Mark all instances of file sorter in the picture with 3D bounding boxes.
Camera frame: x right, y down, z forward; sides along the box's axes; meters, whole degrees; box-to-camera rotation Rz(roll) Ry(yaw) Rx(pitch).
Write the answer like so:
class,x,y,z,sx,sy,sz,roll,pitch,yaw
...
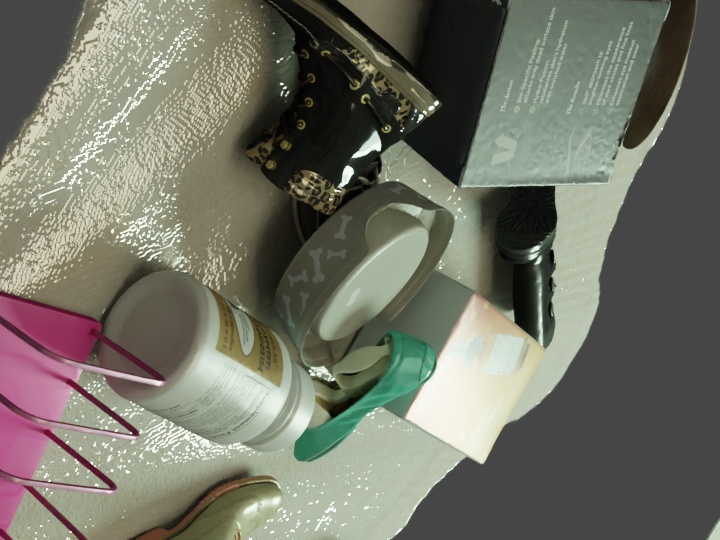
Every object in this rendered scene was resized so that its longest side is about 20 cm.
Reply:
class,x,y,z,sx,sy,sz,roll,pitch,yaw
file sorter,-0.260,0.137,0.952,0.139,0.125,0.202,22,94,-53

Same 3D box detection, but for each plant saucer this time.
class,x,y,z,sx,sy,sz,roll,pitch,yaw
plant saucer,0.317,-0.238,1.396,0.034,0.200,0.202,16,103,-8

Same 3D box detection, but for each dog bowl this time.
class,x,y,z,sx,sy,sz,roll,pitch,yaw
dog bowl,0.000,0.000,1.179,0.200,0.059,0.201,-40,160,-18

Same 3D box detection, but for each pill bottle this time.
class,x,y,z,sx,sy,sz,roll,pitch,yaw
pill bottle,-0.125,0.089,1.091,0.115,0.114,0.200,-58,143,-6

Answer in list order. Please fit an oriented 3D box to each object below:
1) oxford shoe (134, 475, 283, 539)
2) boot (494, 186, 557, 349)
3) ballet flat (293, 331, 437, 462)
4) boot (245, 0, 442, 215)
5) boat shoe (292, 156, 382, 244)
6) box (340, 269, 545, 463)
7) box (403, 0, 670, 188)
class,x,y,z,sx,sy,sz,roll,pitch,yaw
oxford shoe,-0.142,0.270,1.213,0.199,0.073,0.071,-30,132,-36
boot,0.190,0.011,1.417,0.165,0.065,0.202,-61,156,-51
ballet flat,-0.014,0.119,1.246,0.070,0.068,0.199,37,121,-28
boot,-0.046,-0.151,1.060,0.199,0.073,0.151,34,107,-27
boat shoe,-0.013,-0.099,1.151,0.072,0.062,0.202,-14,122,-45
box,0.091,0.101,1.359,0.153,0.106,0.200,-60,143,-3
box,0.167,-0.194,1.212,0.198,0.117,0.199,-3,121,-33
